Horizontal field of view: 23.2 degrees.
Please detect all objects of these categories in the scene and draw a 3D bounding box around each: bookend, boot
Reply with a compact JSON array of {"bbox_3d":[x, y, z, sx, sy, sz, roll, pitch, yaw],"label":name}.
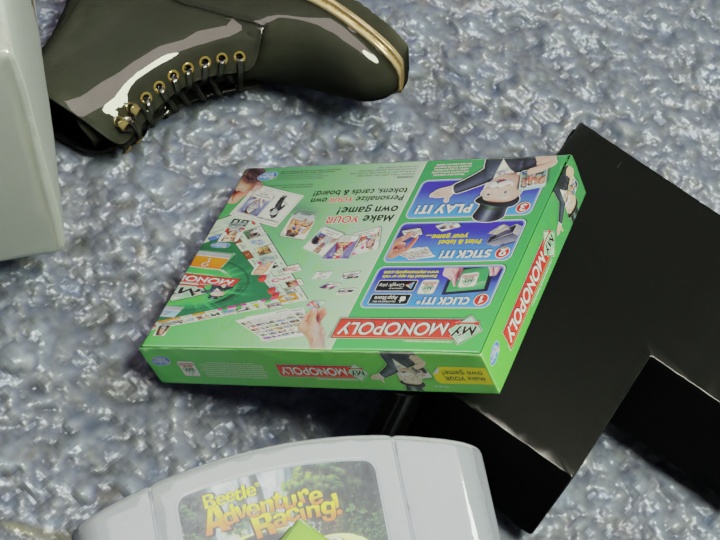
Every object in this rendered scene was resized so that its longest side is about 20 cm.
[{"bbox_3d":[0.136,0.064,0.902,0.199,0.092,0.199,33,59,7],"label":"bookend"},{"bbox_3d":[-0.085,-0.103,0.974,0.198,0.078,0.139,19,60,16],"label":"boot"}]

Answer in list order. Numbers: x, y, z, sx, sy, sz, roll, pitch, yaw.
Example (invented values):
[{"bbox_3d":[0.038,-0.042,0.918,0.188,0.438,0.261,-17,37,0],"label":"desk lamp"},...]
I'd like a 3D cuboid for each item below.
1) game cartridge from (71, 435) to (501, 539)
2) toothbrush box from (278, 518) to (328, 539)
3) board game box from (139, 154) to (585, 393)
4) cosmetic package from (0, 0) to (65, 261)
[{"bbox_3d":[-0.030,0.148,0.810,0.198,0.041,0.134,-12,66,-3],"label":"game cartridge"},{"bbox_3d":[0.001,0.221,0.670,0.199,0.086,0.146,38,59,4],"label":"toothbrush box"},{"bbox_3d":[0.000,0.000,0.876,0.198,0.029,0.135,0,46,33],"label":"board game box"},{"bbox_3d":[-0.259,-0.102,0.850,0.198,0.167,0.169,-11,60,-5],"label":"cosmetic package"}]
